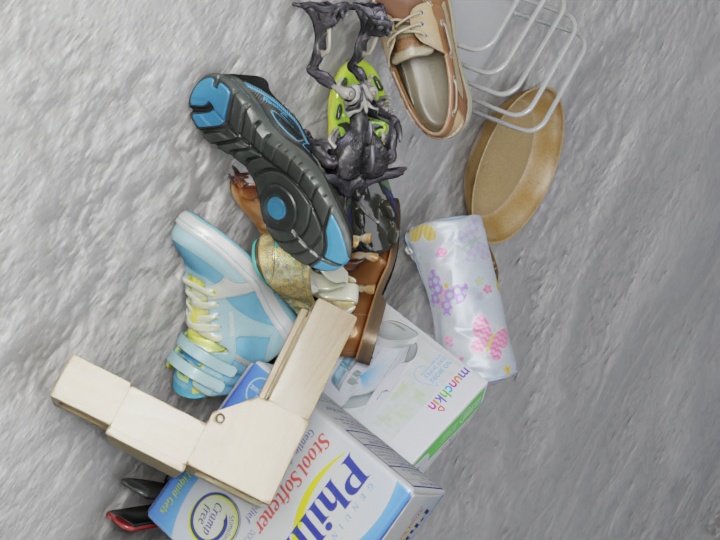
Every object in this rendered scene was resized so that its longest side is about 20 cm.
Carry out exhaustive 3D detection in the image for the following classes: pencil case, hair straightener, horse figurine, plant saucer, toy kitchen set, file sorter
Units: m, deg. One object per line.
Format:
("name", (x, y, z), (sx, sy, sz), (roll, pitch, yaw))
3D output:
("pencil case", (0.113, 0.036, 1.591), (0.091, 0.083, 0.200), (-12, 84, -18))
("hair straightener", (-0.170, 0.215, 1.408), (0.200, 0.041, 0.077), (15, 99, -60))
("horse figurine", (-0.051, -0.028, 1.359), (0.200, 0.132, 0.050), (65, 41, -70))
("plant saucer", (0.177, -0.130, 1.704), (0.200, 0.035, 0.200), (-37, 140, -40))
("toy kitchen set", (-0.141, 0.089, 1.248), (0.181, 0.200, 0.163), (-64, -176, -14))
("file sorter", (0.138, -0.248, 1.469), (0.139, 0.124, 0.200), (-60, 150, -7))

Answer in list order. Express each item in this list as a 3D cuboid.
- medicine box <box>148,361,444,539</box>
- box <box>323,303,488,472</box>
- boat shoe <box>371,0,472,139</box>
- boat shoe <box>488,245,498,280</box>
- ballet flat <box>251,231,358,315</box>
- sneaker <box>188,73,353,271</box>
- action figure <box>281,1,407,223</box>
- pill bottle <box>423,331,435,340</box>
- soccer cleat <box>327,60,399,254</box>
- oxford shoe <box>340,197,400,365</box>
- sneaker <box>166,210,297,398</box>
("medicine box", (-0.059, 0.216, 1.318), (0.182, 0.200, 0.103), (-54, 157, 3))
("box", (-0.001, 0.147, 1.474), (0.200, 0.176, 0.097), (-42, 162, -33))
("boat shoe", (0.054, -0.217, 1.334), (0.200, 0.076, 0.072), (67, 18, -9))
("boat shoe", (0.125, 0.023, 1.723), (0.073, 0.063, 0.200), (-20, 133, -12))
("ballet flat", (-0.037, 0.016, 1.309), (0.071, 0.071, 0.200), (-59, 154, -10))
("sneaker", (-0.060, -0.092, 1.219), (0.073, 0.200, 0.082), (-39, 171, 33))
("action figure", (-0.017, -0.145, 1.303), (0.119, 0.102, 0.200), (-6, 102, -30))
("pill bottle", (0.032, 0.169, 1.621), (0.200, 0.112, 0.112), (-43, 144, -34))
("soccer cleat", (-0.004, -0.113, 1.417), (0.065, 0.084, 0.200), (-14, 111, -15))
("oxford shoe", (0.000, 0.000, 1.477), (0.071, 0.071, 0.200), (101, 4, -55))
("sneaker", (-0.140, 0.044, 1.297), (0.131, 0.080, 0.200), (-47, 136, -11))
